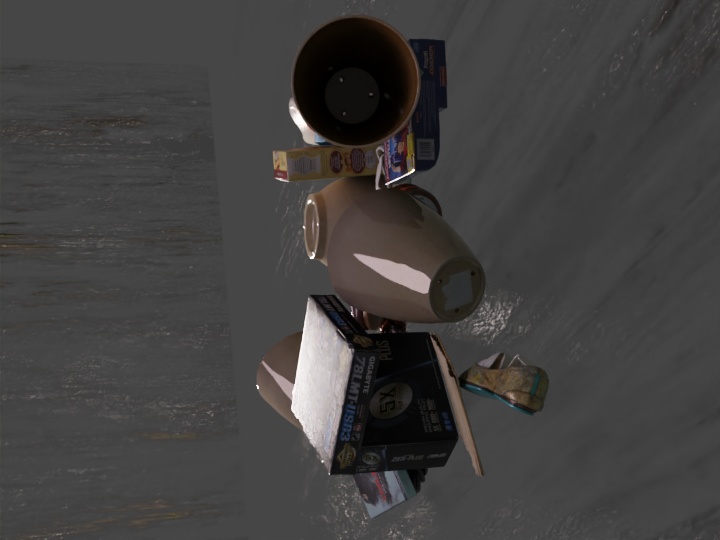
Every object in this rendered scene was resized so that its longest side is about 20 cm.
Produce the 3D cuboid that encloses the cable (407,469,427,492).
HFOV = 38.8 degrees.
[{"bbox_3d":[0.053,0.299,1.703,0.200,0.050,0.165,-1,101,62],"label":"cable"}]

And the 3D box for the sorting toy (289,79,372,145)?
[{"bbox_3d":[-0.029,-0.274,1.840,0.108,0.199,0.180,64,165,3],"label":"sorting toy"}]

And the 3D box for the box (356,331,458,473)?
[{"bbox_3d":[0.044,0.201,1.580,0.086,0.162,0.201,108,156,-49],"label":"box"}]

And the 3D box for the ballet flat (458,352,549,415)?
[{"bbox_3d":[0.183,0.136,1.285,0.200,0.070,0.071,-176,86,-76],"label":"ballet flat"}]

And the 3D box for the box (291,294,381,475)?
[{"bbox_3d":[-0.041,0.164,1.504,0.198,0.049,0.202,-136,52,-59],"label":"box"}]

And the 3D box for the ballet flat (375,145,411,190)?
[{"bbox_3d":[0.058,-0.120,1.691,0.069,0.069,0.202,127,139,-65],"label":"ballet flat"}]

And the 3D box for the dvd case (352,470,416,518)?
[{"bbox_3d":[0.026,0.330,1.712,0.147,0.022,0.200,66,154,13],"label":"dvd case"}]

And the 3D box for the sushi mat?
[{"bbox_3d":[0.133,0.185,1.400,0.096,0.012,0.201,-111,2,-54],"label":"sushi mat"}]

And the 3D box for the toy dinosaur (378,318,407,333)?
[{"bbox_3d":[0.033,0.039,1.743,0.200,0.102,0.136,52,172,20],"label":"toy dinosaur"}]

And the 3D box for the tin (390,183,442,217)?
[{"bbox_3d":[0.070,-0.031,1.568,0.042,0.111,0.202,31,122,58],"label":"tin"}]

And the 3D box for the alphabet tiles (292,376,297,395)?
[{"bbox_3d":[-0.010,0.173,1.701,0.168,0.198,0.008,108,153,-49],"label":"alphabet tiles"}]

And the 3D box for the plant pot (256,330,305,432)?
[{"bbox_3d":[-0.087,0.256,2.073,0.200,0.186,0.189,47,137,47],"label":"plant pot"}]

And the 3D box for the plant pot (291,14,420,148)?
[{"bbox_3d":[-0.011,-0.274,1.546,0.200,0.185,0.188,-128,38,-85],"label":"plant pot"}]

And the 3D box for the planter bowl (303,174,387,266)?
[{"bbox_3d":[-0.029,-0.083,1.879,0.200,0.134,0.202,180,90,-74],"label":"planter bowl"}]

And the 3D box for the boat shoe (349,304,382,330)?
[{"bbox_3d":[0.000,0.000,1.653,0.070,0.070,0.202,34,-125,-60],"label":"boat shoe"}]

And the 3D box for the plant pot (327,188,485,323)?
[{"bbox_3d":[0.082,-0.003,1.437,0.200,0.186,0.189,28,119,56],"label":"plant pot"}]

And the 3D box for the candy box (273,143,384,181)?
[{"bbox_3d":[-0.047,-0.193,1.809,0.115,0.198,0.056,-153,58,-72],"label":"candy box"}]

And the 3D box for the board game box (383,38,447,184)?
[{"bbox_3d":[0.077,-0.242,1.624,0.200,0.061,0.202,169,99,-74],"label":"board game box"}]
